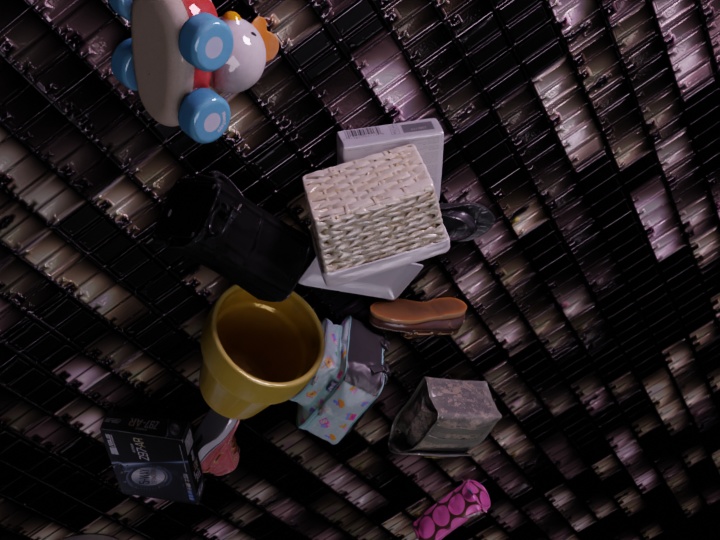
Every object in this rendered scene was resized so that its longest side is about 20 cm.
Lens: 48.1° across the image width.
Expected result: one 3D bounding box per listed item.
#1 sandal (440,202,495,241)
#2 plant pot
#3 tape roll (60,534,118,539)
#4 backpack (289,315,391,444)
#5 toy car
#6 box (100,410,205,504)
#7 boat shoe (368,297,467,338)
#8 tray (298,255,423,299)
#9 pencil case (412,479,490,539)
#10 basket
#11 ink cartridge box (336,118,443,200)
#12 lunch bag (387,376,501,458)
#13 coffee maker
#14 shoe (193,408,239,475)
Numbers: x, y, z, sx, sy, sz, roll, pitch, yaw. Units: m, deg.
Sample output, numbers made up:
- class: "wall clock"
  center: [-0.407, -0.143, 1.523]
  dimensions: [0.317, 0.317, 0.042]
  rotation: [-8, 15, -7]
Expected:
- class: "sandal"
  center: [0.142, -0.078, 1.368]
  dimensions: [0.197, 0.048, 0.076]
  rotation: [5, 127, -23]
- class: "plant pot"
  center: [-0.184, 0.149, 1.353]
  dimensions: [0.198, 0.203, 0.189]
  rotation: [9, 142, -27]
- class: "tape roll"
  center: [-0.588, 0.632, 1.705]
  dimensions: [0.200, 0.037, 0.205]
  rotation: [-10, 131, -12]
- class: "backpack"
  center: [-0.049, 0.200, 1.451]
  dimensions: [0.151, 0.177, 0.202]
  rotation: [19, 121, -13]
- class: "toy car"
  center: [-0.183, -0.286, 1.017]
  dimensions: [0.199, 0.184, 0.179]
  rotation: [-27, 141, -38]
- class: "box"
  center: [-0.380, 0.348, 1.494]
  dimensions: [0.157, 0.044, 0.202]
  rotation: [7, 132, 7]
- class: "boat shoe"
  center: [0.104, 0.095, 1.486]
  dimensions: [0.197, 0.071, 0.071]
  rotation: [1, 125, -22]
- class: "tray"
  center: [0.000, 0.000, 1.387]
  dimensions: [0.197, 0.022, 0.108]
  rotation: [10, 140, -28]
- class: "pencil case"
  center: [0.218, 0.591, 1.940]
  dimensions: [0.090, 0.094, 0.200]
  rotation: [29, 115, -37]
- class: "basket"
  center: [0.017, -0.085, 1.195]
  dimensions: [0.197, 0.136, 0.124]
  rotation: [-17, 131, -2]
- class: "ink cartridge box"
  center: [0.046, -0.136, 1.282]
  dimensions: [0.160, 0.058, 0.202]
  rotation: [-10, 137, -9]
- class: "lunch bag"
  center: [0.167, 0.326, 1.681]
  dimensions: [0.162, 0.119, 0.201]
  rotation: [8, 132, -27]
- class: "coffee maker"
  center: [-0.177, -0.036, 1.185]
  dimensions: [0.199, 0.192, 0.135]
  rotation: [32, 97, -40]
- class: "shoe"
  center: [-0.263, 0.324, 1.547]
  dimensions: [0.090, 0.072, 0.200]
  rotation: [19, 126, -34]
